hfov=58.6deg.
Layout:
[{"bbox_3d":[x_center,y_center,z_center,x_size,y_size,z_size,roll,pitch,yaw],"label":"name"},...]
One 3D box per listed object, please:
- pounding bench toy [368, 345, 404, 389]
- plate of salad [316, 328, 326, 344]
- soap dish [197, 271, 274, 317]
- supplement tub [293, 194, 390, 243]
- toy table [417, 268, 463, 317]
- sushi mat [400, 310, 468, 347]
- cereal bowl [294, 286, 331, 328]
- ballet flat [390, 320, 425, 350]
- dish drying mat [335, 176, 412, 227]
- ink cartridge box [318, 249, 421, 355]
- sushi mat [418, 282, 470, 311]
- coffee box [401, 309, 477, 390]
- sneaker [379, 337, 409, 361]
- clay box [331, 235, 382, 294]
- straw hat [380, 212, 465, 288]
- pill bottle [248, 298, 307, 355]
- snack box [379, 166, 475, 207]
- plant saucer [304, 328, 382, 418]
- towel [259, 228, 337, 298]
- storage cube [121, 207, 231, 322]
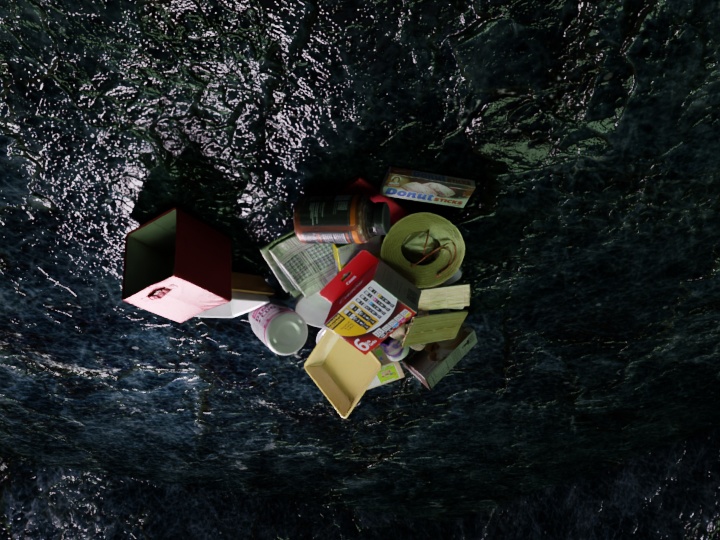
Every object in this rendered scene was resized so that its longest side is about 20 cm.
[{"bbox_3d":[0.001,0.239,1.802,0.199,0.157,0.124,-20,148,3],"label":"pounding bench toy"},{"bbox_3d":[-0.035,0.176,1.882,0.199,0.048,0.201,-12,146,-8],"label":"plate of salad"},{"bbox_3d":[-0.339,0.060,1.624,0.157,0.082,0.200,-22,164,26],"label":"soap dish"},{"bbox_3d":[-0.038,-0.111,1.396,0.199,0.108,0.107,1,147,16],"label":"supplement tub"},{"bbox_3d":[0.168,0.043,1.654,0.198,0.118,0.184,-4,146,0],"label":"toy table"},{"bbox_3d":[0.189,0.147,1.633,0.199,0.012,0.096,-4,130,-38],"label":"sushi mat"},{"bbox_3d":[-0.075,0.070,1.702,0.199,0.084,0.201,-1,145,-1],"label":"cereal bowl"},{"bbox_3d":[0.140,0.164,1.665,0.067,0.069,0.200,-20,157,29],"label":"ballet flat"},{"bbox_3d":[0.038,-0.147,1.457,0.077,0.018,0.200,-28,137,33],"label":"dish drying mat"},{"bbox_3d":[0.010,0.076,1.498,0.175,0.084,0.200,36,127,-13],"label":"ink cartridge box"},{"bbox_3d":[0.170,0.071,1.564,0.199,0.012,0.096,-8,143,6],"label":"sushi mat"},{"bbox_3d":[0.222,0.222,1.829,0.200,0.114,0.080,-42,145,-11],"label":"coffee box"},{"bbox_3d":[0.065,0.139,1.706,0.080,0.201,0.088,-29,148,18],"label":"sneaker"},{"bbox_3d":[0.000,0.000,1.559,0.114,0.048,0.201,-18,129,-14],"label":"clay box"},{"bbox_3d":[0.138,-0.058,1.514,0.200,0.085,0.202,-3,115,-7],"label":"straw hat"},{"bbox_3d":[-0.223,0.141,1.689,0.113,0.114,0.200,18,-178,-27],"label":"pill bottle"},{"bbox_3d":[0.147,-0.182,1.407,0.199,0.024,0.072,7,145,-14],"label":"snack box"},{"bbox_3d":[-0.037,0.250,1.699,0.048,0.200,0.201,1,129,-50],"label":"plant saucer"},{"bbox_3d":[-0.116,-0.028,1.538,0.199,0.035,0.193,-27,134,4],"label":"towel"},{"bbox_3d":[-0.416,-0.009,1.474,0.170,0.201,0.180,-22,147,25],"label":"storage cube"}]
